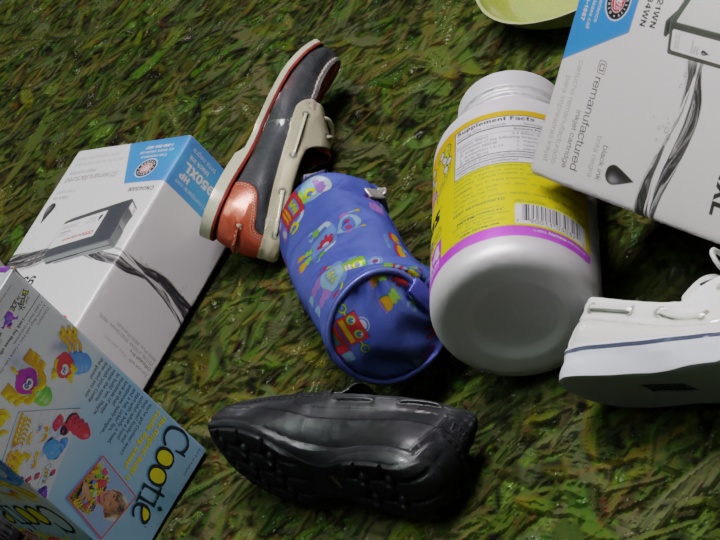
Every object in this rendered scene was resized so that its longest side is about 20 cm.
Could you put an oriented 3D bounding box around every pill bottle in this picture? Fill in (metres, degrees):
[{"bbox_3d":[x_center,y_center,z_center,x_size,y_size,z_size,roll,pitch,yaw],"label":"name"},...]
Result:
[{"bbox_3d":[0.096,-0.037,1.283,0.104,0.104,0.200,-26,35,24],"label":"pill bottle"}]

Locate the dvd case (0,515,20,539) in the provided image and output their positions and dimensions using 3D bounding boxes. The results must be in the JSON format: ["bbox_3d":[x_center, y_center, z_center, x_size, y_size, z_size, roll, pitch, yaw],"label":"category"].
[{"bbox_3d":[-0.306,0.177,1.415,0.016,0.149,0.200,-32,31,36],"label":"dvd case"}]

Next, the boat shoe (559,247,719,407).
[{"bbox_3d":[0.198,0.027,1.123,0.202,0.074,0.086,-7,62,51],"label":"boat shoe"}]

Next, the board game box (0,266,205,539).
[{"bbox_3d":[-0.218,0.098,1.365,0.103,0.200,0.105,1,52,48],"label":"board game box"}]

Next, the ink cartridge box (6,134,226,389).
[{"bbox_3d":[-0.194,0.003,1.563,0.144,0.084,0.200,-4,48,45],"label":"ink cartridge box"}]

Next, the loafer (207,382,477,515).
[{"bbox_3d":[-0.011,0.104,1.270,0.200,0.068,0.070,3,43,44],"label":"loafer"}]

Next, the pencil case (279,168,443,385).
[{"bbox_3d":[0.000,0.000,1.345,0.087,0.078,0.200,-45,24,8],"label":"pencil case"}]

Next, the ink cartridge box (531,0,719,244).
[{"bbox_3d":[0.210,-0.092,1.161,0.200,0.084,0.147,24,101,44],"label":"ink cartridge box"}]

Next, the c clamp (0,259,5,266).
[{"bbox_3d":[-0.361,0.052,1.737,0.171,0.027,0.200,-41,32,2],"label":"c clamp"}]

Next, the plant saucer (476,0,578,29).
[{"bbox_3d":[0.175,-0.244,1.516,0.200,0.031,0.200,-28,34,22],"label":"plant saucer"}]

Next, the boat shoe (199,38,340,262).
[{"bbox_3d":[-0.054,-0.091,1.551,0.062,0.071,0.200,21,55,8],"label":"boat shoe"}]
